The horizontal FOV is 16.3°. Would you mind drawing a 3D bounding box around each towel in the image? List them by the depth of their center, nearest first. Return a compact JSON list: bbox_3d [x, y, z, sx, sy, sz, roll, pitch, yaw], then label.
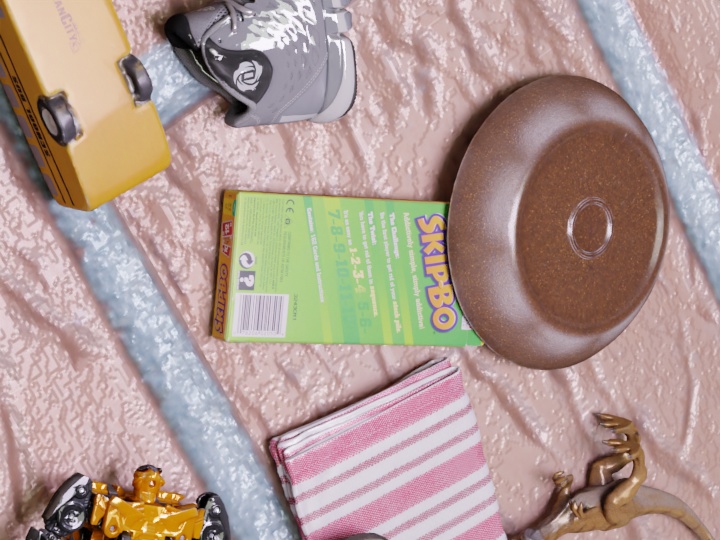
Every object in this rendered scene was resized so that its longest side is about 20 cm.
[{"bbox_3d":[0.026,0.174,1.673,0.146,0.030,0.201,-25,112,-25],"label":"towel"}]

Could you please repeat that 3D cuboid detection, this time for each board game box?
[{"bbox_3d":[0.000,0.000,1.630,0.199,0.030,0.096,3,95,-29],"label":"board game box"}]

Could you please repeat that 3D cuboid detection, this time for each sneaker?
[{"bbox_3d":[-0.067,-0.180,1.540,0.115,0.075,0.201,-13,105,-26],"label":"sneaker"}]

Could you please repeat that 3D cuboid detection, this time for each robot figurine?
[{"bbox_3d":[-0.155,0.216,1.552,0.145,0.058,0.201,12,91,-31],"label":"robot figurine"}]

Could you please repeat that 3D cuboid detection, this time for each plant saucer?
[{"bbox_3d":[0.144,-0.030,1.690,0.200,0.037,0.201,-6,100,-37],"label":"plant saucer"}]

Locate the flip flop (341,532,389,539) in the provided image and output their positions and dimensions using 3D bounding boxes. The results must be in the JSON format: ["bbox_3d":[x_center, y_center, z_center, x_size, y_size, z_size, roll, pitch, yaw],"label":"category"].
[{"bbox_3d":[0.015,0.264,1.632,0.081,0.058,0.201,-14,107,-29],"label":"flip flop"}]

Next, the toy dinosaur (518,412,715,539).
[{"bbox_3d":[0.180,0.159,1.754,0.200,0.060,0.107,-4,116,-33],"label":"toy dinosaur"}]

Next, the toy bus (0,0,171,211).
[{"bbox_3d":[-0.180,-0.137,1.475,0.065,0.078,0.200,-31,111,-22],"label":"toy bus"}]
